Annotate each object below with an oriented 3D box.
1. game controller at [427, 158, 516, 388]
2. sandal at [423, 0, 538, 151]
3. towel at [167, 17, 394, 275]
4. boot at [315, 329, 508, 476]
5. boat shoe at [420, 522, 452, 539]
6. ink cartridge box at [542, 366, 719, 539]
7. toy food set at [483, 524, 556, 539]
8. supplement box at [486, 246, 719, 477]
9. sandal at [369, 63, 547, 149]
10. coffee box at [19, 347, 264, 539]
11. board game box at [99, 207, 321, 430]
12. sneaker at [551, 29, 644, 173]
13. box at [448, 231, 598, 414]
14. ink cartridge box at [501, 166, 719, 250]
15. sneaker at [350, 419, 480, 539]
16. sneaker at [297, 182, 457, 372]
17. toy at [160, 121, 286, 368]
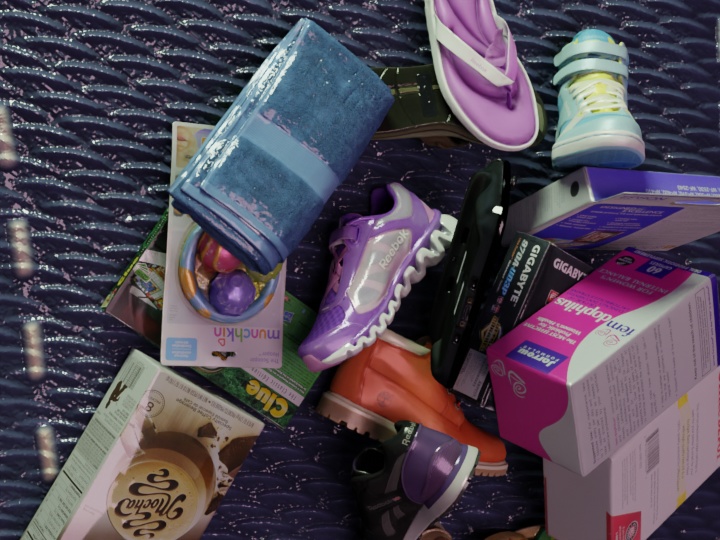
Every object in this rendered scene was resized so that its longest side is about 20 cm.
[{"bbox_3d":[0.095,0.005,1.242,0.042,0.104,0.200,7,128,-8],"label":"game controller"},{"bbox_3d":[0.100,-0.199,1.252,0.082,0.050,0.203,-17,80,-20],"label":"sandal"},{"bbox_3d":[-0.060,-0.102,1.187,0.112,0.049,0.200,38,67,-11],"label":"towel"},{"bbox_3d":[0.066,0.120,1.327,0.200,0.075,0.107,27,83,-26],"label":"boot"},{"bbox_3d":[0.054,0.335,1.359,0.076,0.072,0.201,-1,100,-25],"label":"boat shoe"},{"bbox_3d":[0.265,0.161,1.376,0.200,0.083,0.145,-34,132,-33],"label":"ink cartridge box"},{"bbox_3d":[0.174,0.341,1.430,0.197,0.049,0.201,-5,102,-26],"label":"toy food set"},{"bbox_3d":[0.218,0.076,1.283,0.200,0.101,0.104,-34,127,-31],"label":"supplement box"},{"bbox_3d":[0.067,-0.143,1.286,0.200,0.057,0.080,2,72,-9],"label":"sandal"},{"bbox_3d":[-0.184,0.183,1.211,0.113,0.080,0.200,31,85,-27],"label":"coffee box"},{"bbox_3d":[-0.115,0.044,1.251,0.200,0.023,0.105,38,80,-26],"label":"board game box"},{"bbox_3d":[0.207,-0.154,1.286,0.079,0.200,0.131,3,91,-2],"label":"sneaker"},{"bbox_3d":[0.183,0.071,1.354,0.200,0.046,0.159,26,87,-46],"label":"box"},{"bbox_3d":[0.259,-0.058,1.314,0.198,0.200,0.044,1,78,-26],"label":"ink cartridge box"},{"bbox_3d":[0.026,0.194,1.288,0.087,0.200,0.076,30,45,-3],"label":"sneaker"},{"bbox_3d":[0.000,0.000,1.260,0.088,0.080,0.200,48,60,-16],"label":"sneaker"},{"bbox_3d":[-0.102,-0.020,1.208,0.115,0.047,0.201,4,84,-32],"label":"toy"}]
